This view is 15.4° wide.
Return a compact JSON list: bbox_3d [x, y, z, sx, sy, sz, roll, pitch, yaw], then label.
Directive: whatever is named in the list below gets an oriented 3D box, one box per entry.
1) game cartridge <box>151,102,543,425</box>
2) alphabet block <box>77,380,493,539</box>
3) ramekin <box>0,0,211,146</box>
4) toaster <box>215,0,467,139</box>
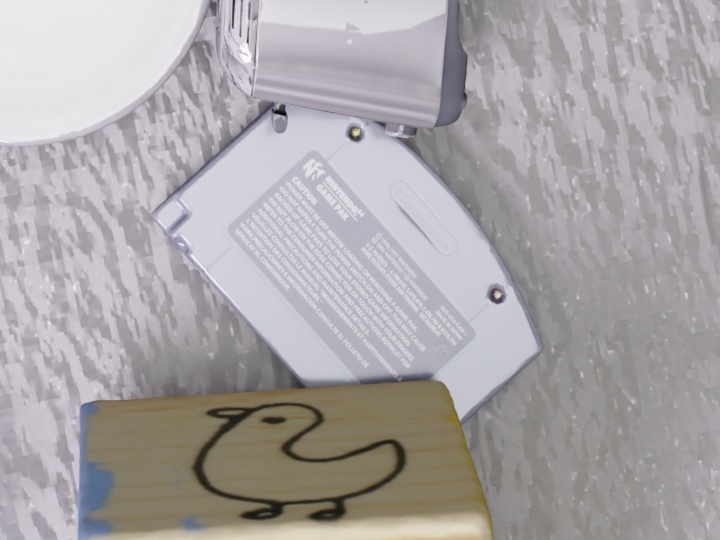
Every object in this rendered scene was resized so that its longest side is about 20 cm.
[{"bbox_3d":[0.000,0.000,1.455,0.133,0.041,0.200,-41,95,2],"label":"game cartridge"},{"bbox_3d":[-0.040,0.182,1.365,0.199,0.195,0.197,-4,110,-5],"label":"alphabet block"},{"bbox_3d":[-0.175,-0.166,1.404,0.201,0.094,0.203,0,93,-4],"label":"ramekin"},{"bbox_3d":[-0.008,-0.170,1.379,0.128,0.114,0.201,3,100,-6],"label":"toaster"}]
